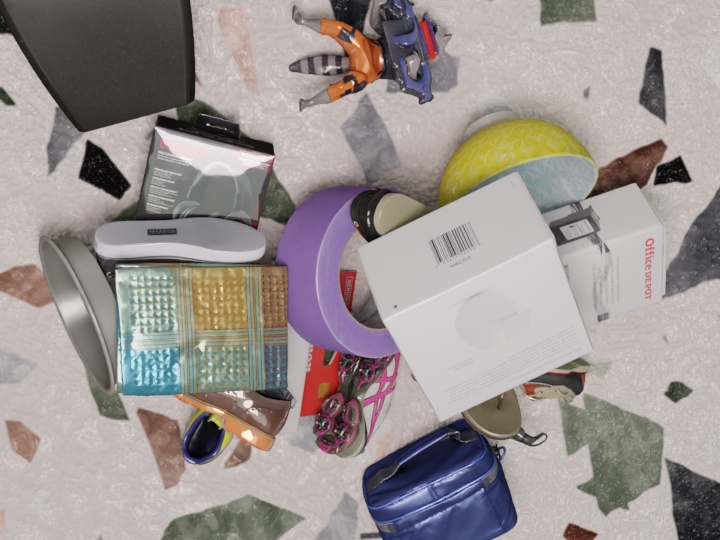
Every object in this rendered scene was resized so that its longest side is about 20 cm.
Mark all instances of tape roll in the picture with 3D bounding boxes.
[{"bbox_3d":[0.000,0.000,1.385,0.198,0.084,0.203,-5,98,-39],"label":"tape roll"}]

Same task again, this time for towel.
[{"bbox_3d":[-0.178,0.066,1.305,0.197,0.022,0.149,-1,94,-18],"label":"towel"}]

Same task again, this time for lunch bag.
[{"bbox_3d":[0.105,0.284,1.505,0.198,0.136,0.133,-28,108,2],"label":"lunch bag"}]

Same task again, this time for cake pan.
[{"bbox_3d":[-0.321,0.048,1.361,0.036,0.200,0.203,-24,109,-24],"label":"cake pan"}]

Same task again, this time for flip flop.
[{"bbox_3d":[0.158,0.115,1.463,0.080,0.058,0.203,-6,77,-15],"label":"flip flop"}]

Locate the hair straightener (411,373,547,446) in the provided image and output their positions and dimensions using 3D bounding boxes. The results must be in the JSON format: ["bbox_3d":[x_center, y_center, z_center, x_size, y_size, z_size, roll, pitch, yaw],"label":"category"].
[{"bbox_3d":[0.155,0.174,1.514,0.198,0.077,0.041,28,85,2],"label":"hair straightener"}]

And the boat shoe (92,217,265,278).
[{"bbox_3d":[-0.209,-0.015,1.338,0.197,0.070,0.067,-2,127,-10],"label":"boat shoe"}]

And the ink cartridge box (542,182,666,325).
[{"bbox_3d":[0.273,-0.005,1.443,0.197,0.084,0.146,-18,137,-3],"label":"ink cartridge box"}]

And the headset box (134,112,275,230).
[{"bbox_3d":[-0.192,-0.087,1.390,0.147,0.077,0.203,13,106,-11],"label":"headset box"}]

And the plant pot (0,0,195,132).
[{"bbox_3d":[-0.271,-0.270,1.272,0.197,0.201,0.179,-16,119,-3],"label":"plant pot"}]

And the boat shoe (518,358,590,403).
[{"bbox_3d":[0.234,0.138,1.469,0.071,0.199,0.063,29,101,31],"label":"boat shoe"}]

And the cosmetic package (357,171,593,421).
[{"bbox_3d":[0.130,0.033,1.283,0.197,0.124,0.201,-25,133,4],"label":"cosmetic package"}]

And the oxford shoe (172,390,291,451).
[{"bbox_3d":[-0.173,0.130,1.356,0.199,0.071,0.073,33,89,-9],"label":"oxford shoe"}]

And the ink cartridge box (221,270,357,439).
[{"bbox_3d":[-0.079,0.102,1.438,0.174,0.045,0.203,-2,108,-35],"label":"ink cartridge box"}]

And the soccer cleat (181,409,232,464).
[{"bbox_3d":[-0.162,0.163,1.459,0.064,0.084,0.201,33,100,0],"label":"soccer cleat"}]

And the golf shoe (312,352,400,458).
[{"bbox_3d":[0.010,0.147,1.498,0.092,0.072,0.202,25,92,-55],"label":"golf shoe"}]

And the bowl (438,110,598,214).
[{"bbox_3d":[0.176,-0.126,1.398,0.197,0.201,0.109,-18,65,-2],"label":"bowl"}]

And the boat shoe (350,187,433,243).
[{"bbox_3d":[0.069,-0.036,1.343,0.200,0.063,0.074,32,80,-40],"label":"boat shoe"}]

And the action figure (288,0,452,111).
[{"bbox_3d":[0.012,-0.280,1.369,0.190,0.105,0.203,-5,80,-13],"label":"action figure"}]
